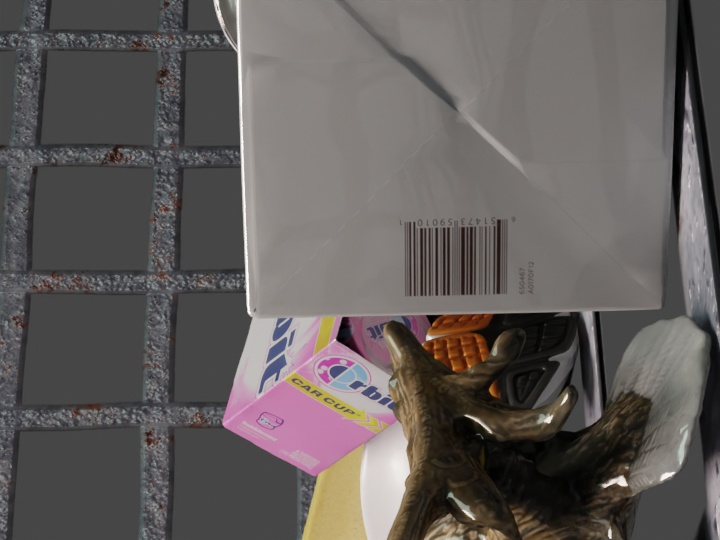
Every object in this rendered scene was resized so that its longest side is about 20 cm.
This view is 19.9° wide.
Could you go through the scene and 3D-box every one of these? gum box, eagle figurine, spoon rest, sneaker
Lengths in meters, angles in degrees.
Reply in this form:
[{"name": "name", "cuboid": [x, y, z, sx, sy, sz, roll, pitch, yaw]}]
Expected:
[{"name": "gum box", "cuboid": [0.000, 0.000, 1.149, 0.113, 0.066, 0.201, -38, 29, 45]}, {"name": "eagle figurine", "cuboid": [0.064, 0.107, 0.714, 0.152, 0.151, 0.200, -50, -52, -20]}, {"name": "spoon rest", "cuboid": [0.039, 0.146, 1.071, 0.200, 0.060, 0.100, 60, 140, 44]}, {"name": "sneaker", "cuboid": [0.074, 0.056, 1.012, 0.200, 0.075, 0.092, -73, -24, -69]}]

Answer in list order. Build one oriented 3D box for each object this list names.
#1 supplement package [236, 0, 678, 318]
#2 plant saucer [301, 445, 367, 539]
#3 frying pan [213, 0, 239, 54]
[{"name": "supplement package", "cuboid": [0.031, -0.085, 0.790, 0.200, 0.151, 0.151, -95, 4, -72]}, {"name": "plant saucer", "cuboid": [0.039, 0.150, 1.191, 0.200, 0.048, 0.201, 50, 133, 51]}, {"name": "frying pan", "cuboid": [-0.002, -0.131, 1.156, 0.190, 0.115, 0.031, 49, -175, -19]}]
